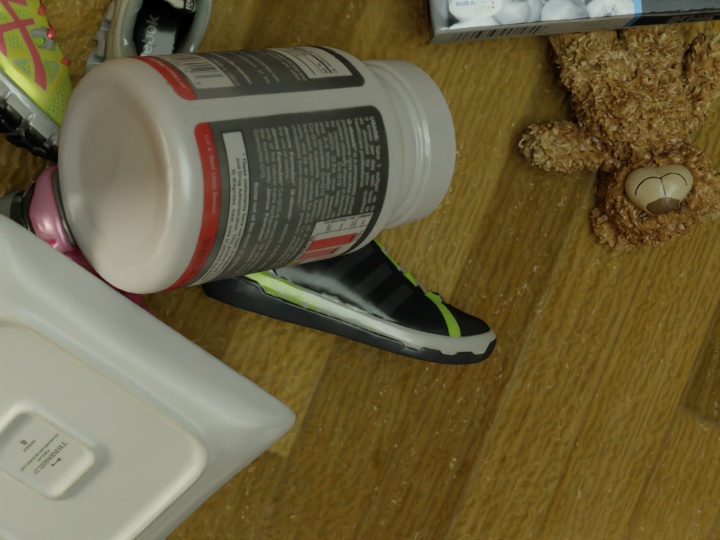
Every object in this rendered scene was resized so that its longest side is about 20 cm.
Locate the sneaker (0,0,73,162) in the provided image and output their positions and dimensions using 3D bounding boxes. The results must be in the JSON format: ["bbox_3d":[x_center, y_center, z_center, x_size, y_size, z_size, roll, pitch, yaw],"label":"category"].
[{"bbox_3d":[-0.195,-0.140,0.776,0.090,0.078,0.200,-48,111,-17],"label":"sneaker"}]

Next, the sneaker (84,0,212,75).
[{"bbox_3d":[-0.105,-0.179,0.799,0.074,0.081,0.203,7,92,-17],"label":"sneaker"}]

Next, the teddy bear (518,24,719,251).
[{"bbox_3d":[0.171,-0.111,0.907,0.143,0.067,0.203,-3,96,-16],"label":"teddy bear"}]

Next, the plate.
[{"bbox_3d":[-0.169,0.089,0.770,0.199,0.032,0.199,36,123,-18],"label":"plate"}]

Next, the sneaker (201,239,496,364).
[{"bbox_3d":[0.000,0.000,0.858,0.198,0.072,0.084,17,88,-20],"label":"sneaker"}]

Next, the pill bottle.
[{"bbox_3d":[-0.049,-0.059,0.759,0.199,0.115,0.117,-11,100,-42],"label":"pill bottle"}]

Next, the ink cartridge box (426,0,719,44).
[{"bbox_3d":[0.127,-0.245,0.858,0.196,0.043,0.203,-6,89,-6],"label":"ink cartridge box"}]

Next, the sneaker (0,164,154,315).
[{"bbox_3d":[-0.167,0.041,0.814,0.094,0.079,0.202,-14,110,13],"label":"sneaker"}]
